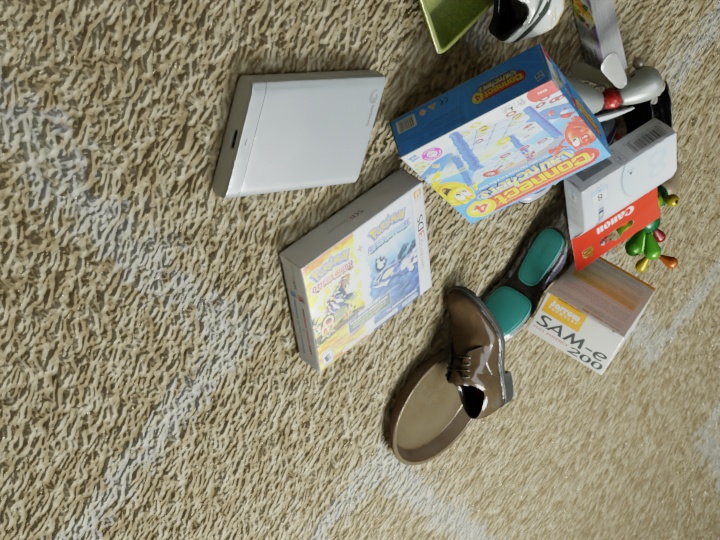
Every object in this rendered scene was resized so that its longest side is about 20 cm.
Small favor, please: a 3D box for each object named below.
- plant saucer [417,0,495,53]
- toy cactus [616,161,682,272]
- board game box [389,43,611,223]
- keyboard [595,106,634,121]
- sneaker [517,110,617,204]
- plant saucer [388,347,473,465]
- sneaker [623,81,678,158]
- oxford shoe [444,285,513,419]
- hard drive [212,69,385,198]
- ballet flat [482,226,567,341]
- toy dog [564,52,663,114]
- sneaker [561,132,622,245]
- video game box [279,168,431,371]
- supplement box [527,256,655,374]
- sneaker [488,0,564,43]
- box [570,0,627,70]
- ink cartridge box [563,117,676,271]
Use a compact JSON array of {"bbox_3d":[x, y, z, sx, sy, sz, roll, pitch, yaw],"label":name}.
[{"bbox_3d":[0.113,-0.371,1.489,0.200,0.048,0.200,-46,145,-15],"label":"plant saucer"},{"bbox_3d":[0.452,-0.093,2.083,0.165,0.102,0.200,-63,156,-16],"label":"toy cactus"},{"bbox_3d":[0.169,-0.156,1.630,0.200,0.056,0.196,-26,147,20],"label":"board game box"},{"bbox_3d":[0.262,-0.183,1.761,0.200,0.056,0.011,-17,94,-30],"label":"keyboard"},{"bbox_3d":[0.266,-0.173,1.819,0.200,0.074,0.088,-40,138,-21],"label":"sneaker"},{"bbox_3d":[0.110,0.188,1.967,0.200,0.029,0.200,-31,139,-31],"label":"plant saucer"},{"bbox_3d":[0.412,-0.194,1.973,0.060,0.104,0.200,-15,174,-5],"label":"sneaker"},{"bbox_3d":[0.152,0.117,1.877,0.084,0.073,0.200,-34,116,-35],"label":"oxford shoe"},{"bbox_3d":[-0.063,-0.149,1.479,0.200,0.027,0.132,-12,127,-46],"label":"hard drive"},{"bbox_3d":[0.230,0.030,1.951,0.200,0.072,0.072,-54,146,-1],"label":"ballet flat"},{"bbox_3d":[0.273,-0.240,1.735,0.200,0.132,0.097,-17,95,-31],"label":"toy dog"},{"bbox_3d":[0.350,-0.114,1.969,0.112,0.071,0.200,-38,140,-18],"label":"sneaker"},{"bbox_3d":[0.000,0.000,1.663,0.200,0.047,0.182,-37,139,-25],"label":"video game box"},{"bbox_3d":[0.337,0.056,1.987,0.200,0.126,0.074,-37,155,-58],"label":"supplement box"},{"bbox_3d":[0.185,-0.336,1.497,0.088,0.076,0.200,-30,137,-33],"label":"sneaker"},{"bbox_3d":[0.304,-0.321,1.770,0.041,0.039,0.200,-46,145,-11],"label":"box"},{"bbox_3d":[0.360,-0.092,1.881,0.160,0.047,0.200,-32,139,-14],"label":"ink cartridge box"}]
